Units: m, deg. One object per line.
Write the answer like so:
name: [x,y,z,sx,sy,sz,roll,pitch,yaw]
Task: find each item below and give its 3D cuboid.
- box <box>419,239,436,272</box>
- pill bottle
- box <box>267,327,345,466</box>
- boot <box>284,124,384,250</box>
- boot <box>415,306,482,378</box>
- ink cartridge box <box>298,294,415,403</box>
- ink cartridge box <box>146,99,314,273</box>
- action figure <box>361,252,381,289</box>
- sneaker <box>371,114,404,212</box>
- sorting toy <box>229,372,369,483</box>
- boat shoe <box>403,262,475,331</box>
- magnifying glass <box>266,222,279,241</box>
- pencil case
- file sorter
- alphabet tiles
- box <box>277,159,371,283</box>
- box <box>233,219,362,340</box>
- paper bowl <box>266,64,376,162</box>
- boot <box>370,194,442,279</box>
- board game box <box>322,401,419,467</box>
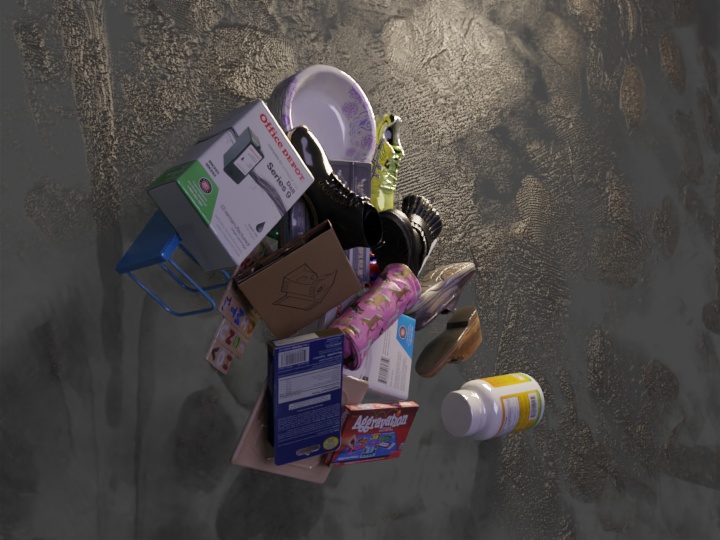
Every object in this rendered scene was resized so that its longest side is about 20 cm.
box: [0.081,0.006,1.646,0.039,0.041,0.201,46,55,-23]
pill bottle: [0.249,0.261,1.689,0.197,0.110,0.113,-2,82,-41]
box: [-0.084,0.193,1.351,0.119,0.032,0.204,-10,113,-28]
boot: [-0.033,-0.125,1.330,0.077,0.137,0.203,-34,111,-29]
boot: [0.176,0.153,1.682,0.200,0.073,0.076,-42,118,-40]
ink cartridge box: [-0.008,0.130,1.512,0.198,0.084,0.149,23,65,-34]
ink cartridge box: [-0.176,-0.120,1.237,0.147,0.083,0.201,55,51,-23]
action figure: [0.000,0.000,1.560,0.198,0.051,0.067,-6,86,-54]
sneaker: [0.039,-0.192,1.630,0.074,0.076,0.204,5,78,-41]
sorting toy: [-0.096,0.236,1.405,0.198,0.036,0.188,20,97,-37]
boat shoe: [0.147,0.049,1.683,0.198,0.074,0.074,-31,111,-32]
magnifying glass: [-0.126,-0.059,1.468,0.199,0.079,0.023,37,55,-41]
pencil case: [0.021,0.072,1.437,0.200,0.086,0.084,-46,111,-37]
file sorter: [-0.238,-0.048,1.320,0.123,0.137,0.202,47,55,-27]
alphabet tiles: [-0.178,0.054,1.343,0.167,0.007,0.203,66,44,-70]
box: [-0.057,-0.078,1.431,0.156,0.048,0.204,-2,95,-38]
box: [-0.089,0.020,1.348,0.021,0.162,0.201,56,-4,31]
paper bowl: [-0.077,-0.239,1.519,0.198,0.103,0.205,8,77,-40]
boot: [0.081,-0.078,1.552,0.213,0.078,0.159,77,34,-55]
board game box: [0.021,0.273,1.489,0.198,0.019,0.105,8,105,-53]
